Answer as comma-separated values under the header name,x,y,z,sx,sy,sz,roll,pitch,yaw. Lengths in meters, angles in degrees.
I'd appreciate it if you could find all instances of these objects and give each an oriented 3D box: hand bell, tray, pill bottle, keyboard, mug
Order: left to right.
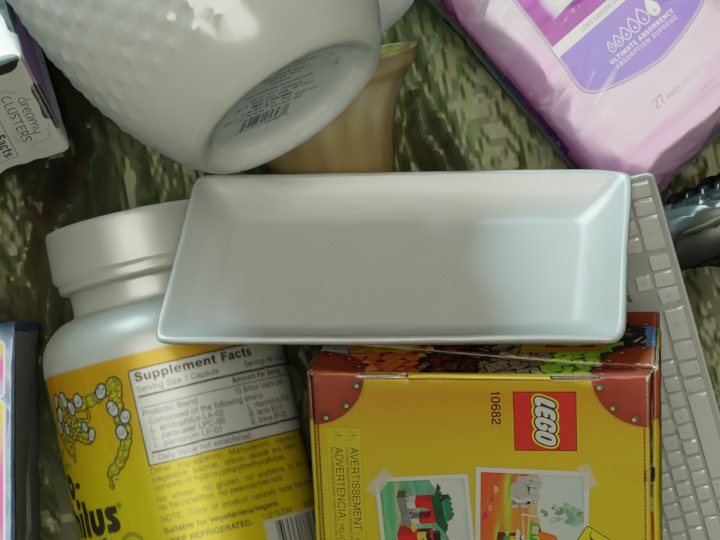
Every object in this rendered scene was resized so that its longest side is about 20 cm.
name,x,y,z,sx,sy,sz,roll,pitch,yaw
pill bottle,-0.084,0.073,1.007,0.112,0.113,0.201,-13,87,0
mug,-0.057,-0.143,0.927,0.200,0.148,0.176,-18,67,-41
hand bell,0.000,0.000,1.037,0.104,0.104,0.201,-14,100,0
tray,0.017,-0.001,0.945,0.199,0.022,0.108,0,42,10
keyboard,0.133,0.050,1.008,0.056,0.011,0.201,-10,114,20

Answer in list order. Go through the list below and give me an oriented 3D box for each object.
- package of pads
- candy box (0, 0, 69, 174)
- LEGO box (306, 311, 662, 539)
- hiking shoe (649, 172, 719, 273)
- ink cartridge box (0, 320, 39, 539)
name,x,y,z,sx,sy,sz,roll,pitch,yaw
package of pads,0.108,-0.133,1.034,0.120,0.076,0.200,-39,87,-1
candy box,-0.252,-0.101,1.003,0.199,0.072,0.168,-21,54,-1
LEGO box,0.059,0.124,0.958,0.148,0.077,0.201,0,107,9
hiking shoe,0.230,-0.003,1.015,0.199,0.076,0.101,-7,93,-13
ink cartridge box,-0.255,0.093,1.028,0.199,0.076,0.137,-1,87,2
